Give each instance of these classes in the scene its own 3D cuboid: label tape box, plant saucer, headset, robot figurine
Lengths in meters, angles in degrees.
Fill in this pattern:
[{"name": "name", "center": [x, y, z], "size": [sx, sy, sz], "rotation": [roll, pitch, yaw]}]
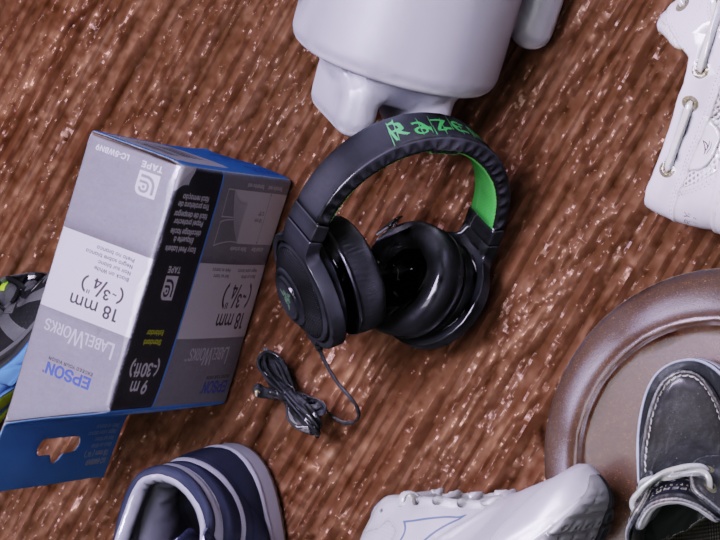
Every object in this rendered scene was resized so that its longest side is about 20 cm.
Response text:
[{"name": "label tape box", "center": [-0.118, 0.033, 1.237], "size": [0.063, 0.144, 0.201], "rotation": [19, 96, 21]}, {"name": "plant saucer", "center": [0.184, 0.099, 1.165], "size": [0.199, 0.032, 0.201], "rotation": [-1, 89, 24]}, {"name": "headset", "center": [0.000, 0.000, 1.211], "size": [0.094, 0.123, 0.200], "rotation": [49, 127, 43]}, {"name": "robot figurine", "center": [0.033, -0.166, 1.186], "size": [0.113, 0.169, 0.201], "rotation": [47, 123, 61]}]

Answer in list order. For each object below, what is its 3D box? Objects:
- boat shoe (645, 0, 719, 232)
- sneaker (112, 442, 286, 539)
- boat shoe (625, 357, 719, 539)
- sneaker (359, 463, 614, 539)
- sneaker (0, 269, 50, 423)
[{"name": "boat shoe", "center": [0.182, -0.120, 1.141], "size": [0.069, 0.071, 0.201], "rotation": [13, 94, 20]}, {"name": "sneaker", "center": [-0.071, 0.192, 1.229], "size": [0.070, 0.108, 0.201], "rotation": [-23, 79, 22]}, {"name": "boat shoe", "center": [0.161, 0.121, 1.081], "size": [0.072, 0.071, 0.201], "rotation": [-21, 52, 23]}, {"name": "sneaker", "center": [0.045, 0.146, 1.190], "size": [0.200, 0.074, 0.087], "rotation": [-34, 66, 30]}, {"name": "sneaker", "center": [-0.209, 0.030, 1.316], "size": [0.199, 0.071, 0.083], "rotation": [-40, 80, 20]}]
